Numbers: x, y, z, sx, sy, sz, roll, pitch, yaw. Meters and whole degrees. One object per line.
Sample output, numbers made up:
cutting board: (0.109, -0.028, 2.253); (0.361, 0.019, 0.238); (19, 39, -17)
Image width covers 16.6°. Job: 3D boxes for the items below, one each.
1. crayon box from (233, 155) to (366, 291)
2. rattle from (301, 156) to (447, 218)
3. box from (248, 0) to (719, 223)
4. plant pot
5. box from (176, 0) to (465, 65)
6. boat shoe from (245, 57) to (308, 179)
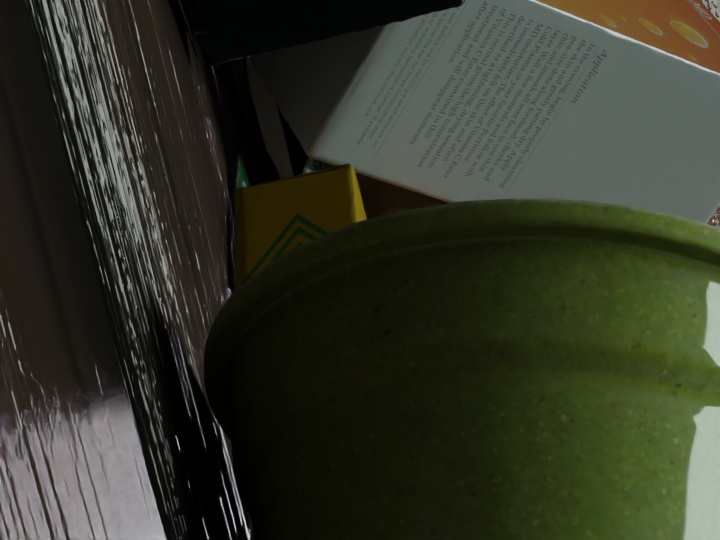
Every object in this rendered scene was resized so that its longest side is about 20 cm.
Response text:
crayon box: (-0.010, 0.048, 0.910); (0.200, 0.050, 0.128); (-97, 174, -61)
rattle: (0.000, 0.000, 1.077); (0.131, 0.142, 0.200); (53, 29, -9)
box: (0.059, -0.092, 1.043); (0.098, 0.199, 0.125); (-57, -142, 22)
plant pot: (0.048, 0.111, 0.688); (0.201, 0.199, 0.185); (73, 17, -57)
box: (-0.036, -0.206, 0.907); (0.149, 0.106, 0.201); (73, 7, -53)
boat shoe: (-0.006, -0.044, 1.183); (0.072, 0.067, 0.201); (-101, 178, -50)
